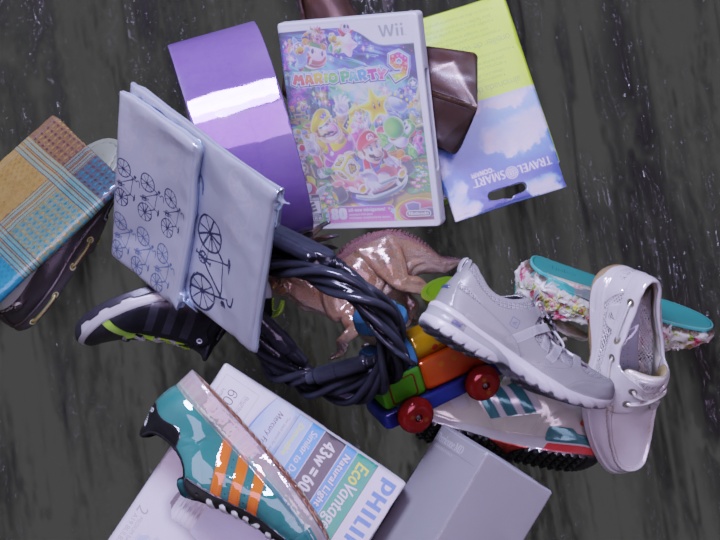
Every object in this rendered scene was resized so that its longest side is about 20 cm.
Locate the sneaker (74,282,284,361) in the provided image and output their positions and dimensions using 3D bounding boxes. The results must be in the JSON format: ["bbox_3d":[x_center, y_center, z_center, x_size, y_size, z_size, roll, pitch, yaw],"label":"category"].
[{"bbox_3d":[-0.170,0.049,1.533,0.199,0.072,0.083,-19,88,7],"label":"sneaker"}]

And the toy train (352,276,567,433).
[{"bbox_3d":[0.090,0.055,1.495,0.200,0.085,0.116,-24,118,-14],"label":"toy train"}]

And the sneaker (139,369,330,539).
[{"bbox_3d":[-0.108,0.185,1.414,0.080,0.071,0.200,-42,82,-2],"label":"sneaker"}]

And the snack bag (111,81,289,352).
[{"bbox_3d":[-0.147,-0.040,1.427,0.200,0.189,0.021,36,43,28],"label":"snack bag"}]

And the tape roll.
[{"bbox_3d":[-0.110,-0.121,1.500,0.085,0.200,0.201,-17,86,-4],"label":"tape roll"}]

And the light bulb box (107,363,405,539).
[{"bbox_3d":[-0.094,0.223,1.505,0.200,0.125,0.199,33,83,1],"label":"light bulb box"}]

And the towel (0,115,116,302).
[{"bbox_3d":[-0.326,-0.046,1.529,0.200,0.022,0.147,-43,49,-8],"label":"towel"}]

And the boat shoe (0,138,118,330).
[{"bbox_3d":[-0.283,-0.035,1.553,0.072,0.061,0.201,25,72,42],"label":"boat shoe"}]

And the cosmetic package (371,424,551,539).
[{"bbox_3d":[0.072,0.250,1.468,0.090,0.107,0.200,30,86,-23],"label":"cosmetic package"}]

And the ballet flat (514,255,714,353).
[{"bbox_3d":[0.239,0.044,1.582,0.199,0.076,0.064,20,114,3],"label":"ballet flat"}]

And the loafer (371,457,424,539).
[{"bbox_3d":[0.045,0.260,1.550,0.072,0.063,0.200,31,87,-22],"label":"loafer"}]

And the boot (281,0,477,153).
[{"bbox_3d":[0.034,-0.221,1.541,0.199,0.064,0.187,18,111,22],"label":"boot"}]

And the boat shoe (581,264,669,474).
[{"bbox_3d":[0.250,0.098,1.506,0.071,0.069,0.201,-12,105,-31],"label":"boat shoe"}]

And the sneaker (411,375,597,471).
[{"bbox_3d":[0.134,0.128,1.565,0.199,0.070,0.094,12,68,-1],"label":"sneaker"}]

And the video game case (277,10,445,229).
[{"bbox_3d":[0.001,-0.138,1.538,0.143,0.018,0.201,-1,105,24],"label":"video game case"}]

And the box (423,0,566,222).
[{"bbox_3d":[0.112,-0.156,1.594,0.122,0.048,0.201,-18,86,-4],"label":"box"}]

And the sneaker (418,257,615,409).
[{"bbox_3d":[0.153,0.060,1.445,0.200,0.075,0.082,30,84,-22],"label":"sneaker"}]

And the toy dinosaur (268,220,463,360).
[{"bbox_3d":[0.000,0.000,1.552,0.200,0.086,0.136,-24,86,-5],"label":"toy dinosaur"}]

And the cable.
[{"bbox_3d":[-0.039,0.051,1.436,0.200,0.164,0.051,26,39,25],"label":"cable"}]
